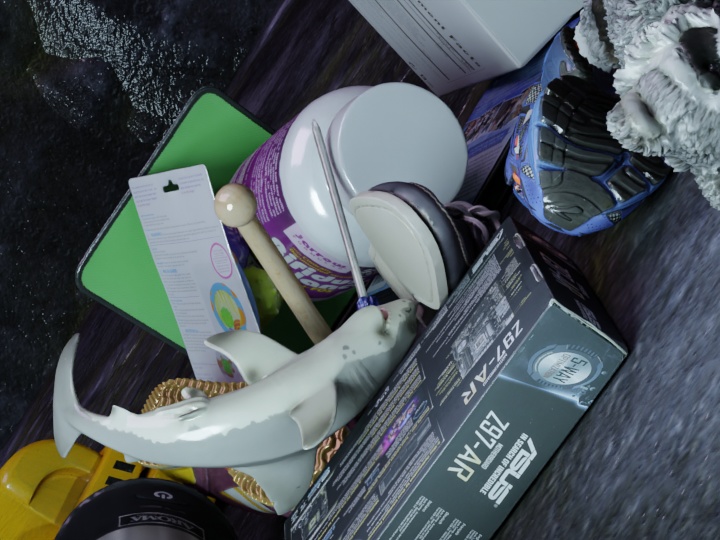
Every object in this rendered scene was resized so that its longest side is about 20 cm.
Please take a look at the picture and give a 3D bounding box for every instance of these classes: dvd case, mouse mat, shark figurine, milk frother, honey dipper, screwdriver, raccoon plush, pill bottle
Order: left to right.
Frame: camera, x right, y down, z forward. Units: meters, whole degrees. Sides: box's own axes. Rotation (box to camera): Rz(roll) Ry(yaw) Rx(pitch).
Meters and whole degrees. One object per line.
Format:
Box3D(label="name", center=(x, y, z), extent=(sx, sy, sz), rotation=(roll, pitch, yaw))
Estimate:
Box3D(label="milk frother", center=(-0.142, 0.240, 1.087), extent=(0.188, 0.179, 0.202), rotation=(-118, 22, -78))
Box3D(label="shark figurine", center=(-0.069, 0.089, 1.026), extent=(0.213, 0.090, 0.129), rotation=(-12, 34, 8))
Box3D(label="mouse mat", center=(-0.080, -0.013, 1.344), extent=(0.161, 0.200, 0.008), rotation=(-55, 36, 0))
Box3D(label="honey dipper", center=(-0.034, 0.019, 1.079), extent=(0.038, 0.200, 0.038), rotation=(-14, 50, 17))
Box3D(label="pill bottle", center=(-0.008, -0.050, 1.232), extent=(0.113, 0.112, 0.200), rotation=(-60, 11, -20))
Box3D(label="screwdriver", center=(0.000, 0.000, 1.096), extent=(0.029, 0.028, 0.202), rotation=(-35, 59, 46))
Box3D(label="dvd case", center=(0.075, -0.064, 1.259), extent=(0.201, 0.017, 0.143), rotation=(-59, 12, -17))
Box3D(label="raccoon plush", center=(0.141, -0.080, 0.893), extent=(0.200, 0.096, 0.135), rotation=(113, 178, -72))

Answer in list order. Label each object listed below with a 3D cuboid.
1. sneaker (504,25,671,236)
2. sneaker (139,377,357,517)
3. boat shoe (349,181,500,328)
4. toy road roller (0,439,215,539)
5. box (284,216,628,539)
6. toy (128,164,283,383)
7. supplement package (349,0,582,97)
Box3D(label="sneaker", center=(0.108, -0.055, 0.988), extent=(0.079, 0.075, 0.200), rotation=(-61, 0, 23))
Box3D(label="sneaker", center=(-0.044, 0.108, 1.154), extent=(0.199, 0.090, 0.075), rotation=(10, 76, 49))
Box3D(label="boat shoe", center=(0.041, -0.019, 1.050), extent=(0.063, 0.073, 0.200), rotation=(-39, -11, -5))
Box3D(label="toy road roller", center=(-0.185, 0.161, 1.398), extent=(0.123, 0.146, 0.201), rotation=(-45, 16, 44))
Box3D(label="box", center=(0.037, 0.082, 0.932), extent=(0.201, 0.043, 0.160), rotation=(-55, 11, 9))
Box3D(label="toy", center=(-0.078, 0.028, 1.257), extent=(0.047, 0.202, 0.115), rotation=(-19, 7, -31))
Box3D(label="supplement package", center=(0.080, -0.207, 1.328), extent=(0.121, 0.120, 0.200), rotation=(-45, 9, -10))
